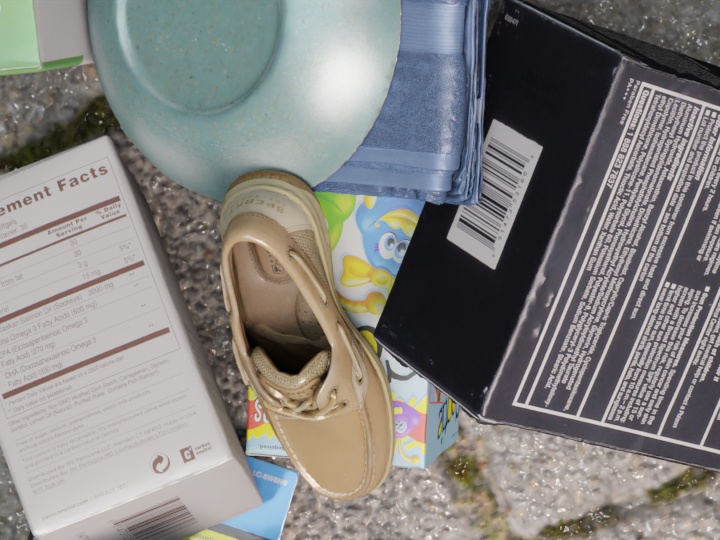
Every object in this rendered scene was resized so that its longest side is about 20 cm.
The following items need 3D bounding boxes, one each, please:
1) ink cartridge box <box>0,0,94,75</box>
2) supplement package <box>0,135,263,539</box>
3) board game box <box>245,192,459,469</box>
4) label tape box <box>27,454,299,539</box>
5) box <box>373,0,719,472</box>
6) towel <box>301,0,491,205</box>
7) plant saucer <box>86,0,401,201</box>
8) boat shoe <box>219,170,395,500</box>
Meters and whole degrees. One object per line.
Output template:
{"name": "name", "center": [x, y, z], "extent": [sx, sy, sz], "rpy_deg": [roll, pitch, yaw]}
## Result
{"name": "ink cartridge box", "center": [-0.248, -0.142, 1.578], "extent": [0.200, 0.145, 0.084], "rpy_deg": [-4, 96, 12]}
{"name": "supplement package", "center": [-0.147, 0.049, 1.615], "extent": [0.117, 0.117, 0.200], "rpy_deg": [-22, 71, 0]}
{"name": "board game box", "center": [0.000, 0.000, 1.626], "extent": [0.103, 0.105, 0.200], "rpy_deg": [4, 96, 12]}
{"name": "label tape box", "center": [-0.124, 0.189, 1.690], "extent": [0.144, 0.063, 0.200], "rpy_deg": [18, 90, 9]}
{"name": "box", "center": [0.143, -0.014, 1.542], "extent": [0.198, 0.123, 0.200], "rpy_deg": [15, 102, -34]}
{"name": "towel", "center": [0.016, -0.136, 1.495], "extent": [0.112, 0.049, 0.200], "rpy_deg": [8, 101, 32]}
{"name": "plant saucer", "center": [-0.072, -0.132, 1.502], "extent": [0.201, 0.039, 0.201], "rpy_deg": [5, 99, 32]}
{"name": "boat shoe", "center": [-0.035, 0.047, 1.523], "extent": [0.071, 0.065, 0.200], "rpy_deg": [-10, 122, 18]}
